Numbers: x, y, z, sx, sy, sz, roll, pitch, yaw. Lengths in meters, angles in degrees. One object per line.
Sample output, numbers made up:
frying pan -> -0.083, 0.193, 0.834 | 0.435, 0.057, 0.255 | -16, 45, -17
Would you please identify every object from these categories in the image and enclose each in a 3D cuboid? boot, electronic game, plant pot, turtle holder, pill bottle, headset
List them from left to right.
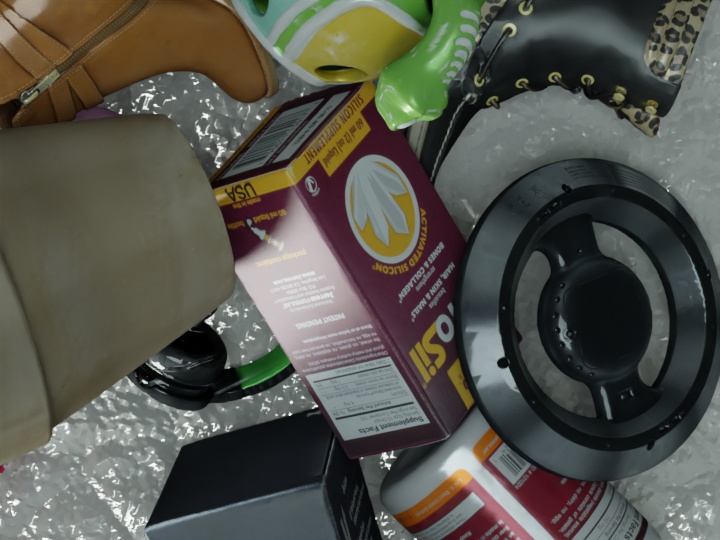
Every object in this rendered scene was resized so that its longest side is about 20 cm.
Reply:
plant pot -> -0.173, -0.009, 1.600 | 0.173, 0.200, 0.201 | -22, 100, -14
boot -> -0.148, -0.126, 1.659 | 0.155, 0.077, 0.200 | -50, 137, -8
headset -> -0.117, 0.039, 1.713 | 0.199, 0.094, 0.124 | -8, 125, -10
turtle holder -> 0.006, -0.168, 1.627 | 0.132, 0.141, 0.186 | -44, 81, 13
pill bottle -> 0.116, 0.172, 1.735 | 0.113, 0.113, 0.200 | -43, 96, 9
boot -> 0.118, -0.120, 1.704 | 0.150, 0.073, 0.201 | 23, 95, -2
electronic game -> 0.144, 0.030, 1.702 | 0.199, 0.042, 0.201 | 3, 84, -29

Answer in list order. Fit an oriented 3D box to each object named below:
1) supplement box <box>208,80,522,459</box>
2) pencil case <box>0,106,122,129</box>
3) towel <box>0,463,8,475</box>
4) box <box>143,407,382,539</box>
supplement box -> 0.000, 0.000, 1.679 | 0.085, 0.110, 0.200 | -15, 115, 41
pencil case -> -0.226, -0.083, 1.714 | 0.199, 0.087, 0.088 | 21, 100, -3
towel -> -0.261, 0.051, 1.720 | 0.144, 0.022, 0.200 | 32, 70, -8
box -> -0.043, 0.210, 1.705 | 0.117, 0.197, 0.201 | -15, 100, 6
